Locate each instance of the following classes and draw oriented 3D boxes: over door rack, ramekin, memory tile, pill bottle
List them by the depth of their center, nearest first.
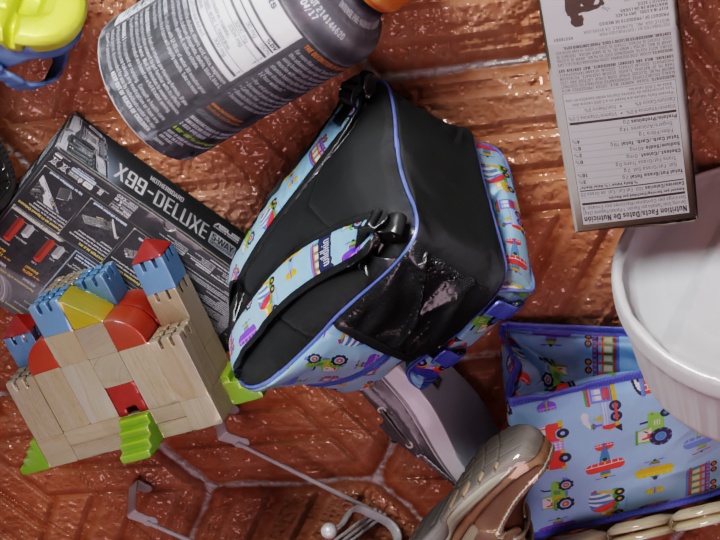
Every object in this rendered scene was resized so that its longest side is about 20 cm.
[{"bbox_3d":[-0.060,-0.158,0.882,0.200,0.106,0.106,-26,118,25],"label":"pill bottle"},{"bbox_3d":[0.269,0.029,0.921,0.202,0.203,0.094,-3,138,11],"label":"ramekin"},{"bbox_3d":[0.205,0.207,1.104,0.200,0.153,0.017,-17,78,18],"label":"memory tile"},{"bbox_3d":[-0.086,0.221,1.189,0.200,0.067,0.148,37,122,-18],"label":"over door rack"}]

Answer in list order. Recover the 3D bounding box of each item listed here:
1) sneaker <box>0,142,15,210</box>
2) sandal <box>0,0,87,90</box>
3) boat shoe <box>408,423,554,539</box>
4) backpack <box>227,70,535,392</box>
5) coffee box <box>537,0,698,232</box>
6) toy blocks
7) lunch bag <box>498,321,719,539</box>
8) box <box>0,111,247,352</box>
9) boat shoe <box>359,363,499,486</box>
[{"bbox_3d":[-0.335,-0.116,0.974,0.200,0.060,0.104,42,166,-36],"label":"sneaker"},{"bbox_3d":[-0.274,-0.165,0.931,0.200,0.080,0.087,15,156,8],"label":"sandal"},{"bbox_3d":[0.095,0.183,1.019,0.072,0.076,0.200,34,136,2],"label":"boat shoe"},{"bbox_3d":[0.000,0.000,0.941,0.134,0.183,0.200,25,125,-29],"label":"backpack"},{"bbox_3d":[0.158,-0.137,0.859,0.080,0.113,0.200,-6,126,13],"label":"coffee box"},{"bbox_3d":[-0.185,0.059,1.017,0.200,0.100,0.137,-17,111,20],"label":"toy blocks"},{"bbox_3d":[0.211,0.116,1.057,0.199,0.094,0.151,-5,127,6],"label":"lunch bag"},{"bbox_3d":[-0.179,0.000,1.051,0.200,0.050,0.158,35,124,-17],"label":"box"},{"bbox_3d":[0.038,0.104,1.079,0.066,0.070,0.200,-27,111,38],"label":"boat shoe"}]
